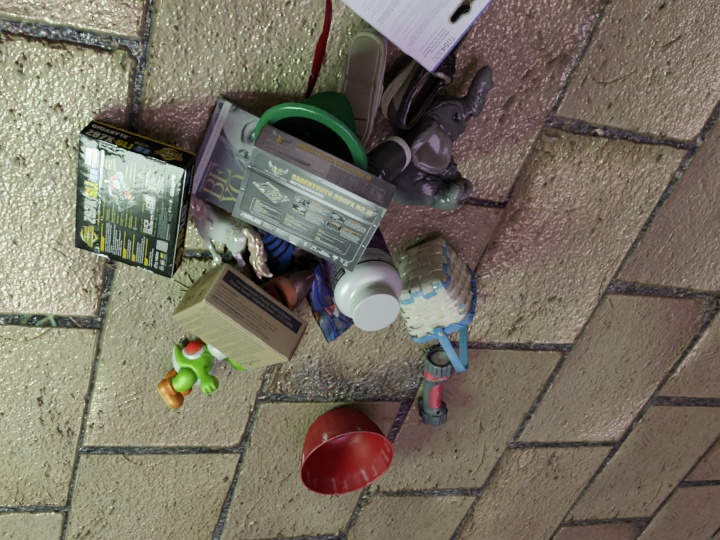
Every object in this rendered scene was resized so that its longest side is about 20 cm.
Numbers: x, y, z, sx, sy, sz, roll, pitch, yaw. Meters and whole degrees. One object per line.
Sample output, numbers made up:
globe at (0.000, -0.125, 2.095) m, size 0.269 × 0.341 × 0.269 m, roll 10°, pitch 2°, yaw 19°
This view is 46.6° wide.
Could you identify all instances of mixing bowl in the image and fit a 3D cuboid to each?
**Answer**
mixing bowl at (-0.040, 0.356, 1.719) m, size 0.197 × 0.109 × 0.202 m, roll -11°, pitch 133°, yaw -12°

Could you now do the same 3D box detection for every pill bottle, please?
pill bottle at (0.000, 0.000, 1.353) m, size 0.111 × 0.201 × 0.114 m, roll -10°, pitch 133°, yaw -11°

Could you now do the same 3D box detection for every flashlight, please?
flashlight at (0.160, 0.243, 1.722) m, size 0.067 × 0.068 × 0.202 m, roll -13°, pitch 132°, yaw -12°

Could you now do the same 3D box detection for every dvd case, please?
dvd case at (-0.143, -0.141, 1.226) m, size 0.198 × 0.016 × 0.150 m, roll 26°, pitch 110°, yaw -4°

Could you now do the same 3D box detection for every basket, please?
basket at (0.144, 0.056, 1.484) m, size 0.138 × 0.178 × 0.201 m, roll -24°, pitch 122°, yaw 23°

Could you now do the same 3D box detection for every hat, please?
hat at (-0.041, -0.228, 1.177) m, size 0.164 × 0.178 × 0.200 m, roll 27°, pitch 144°, yaw -9°

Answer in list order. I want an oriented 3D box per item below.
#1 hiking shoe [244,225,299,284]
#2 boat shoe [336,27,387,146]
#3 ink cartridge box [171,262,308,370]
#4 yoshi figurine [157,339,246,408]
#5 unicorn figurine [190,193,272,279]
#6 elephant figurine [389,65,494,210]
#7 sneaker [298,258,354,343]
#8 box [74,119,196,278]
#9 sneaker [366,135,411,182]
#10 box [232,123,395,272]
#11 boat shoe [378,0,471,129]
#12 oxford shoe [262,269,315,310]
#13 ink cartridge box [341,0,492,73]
hiking shoe at (-0.143, -0.065, 1.342) m, size 0.085 × 0.075 × 0.201 m, roll -16°, pitch 144°, yaw -16°
boat shoe at (-0.002, -0.247, 1.205) m, size 0.074 × 0.068 × 0.202 m, roll 24°, pitch 117°, yaw 6°
ink cartridge box at (-0.196, 0.079, 1.334) m, size 0.164 × 0.076 × 0.199 m, roll 37°, pitch 156°, yaw -17°
yoshi figurine at (-0.255, 0.169, 1.484) m, size 0.199 × 0.113 × 0.112 m, roll -39°, pitch 148°, yaw 13°
unicorn figurine at (-0.223, -0.058, 1.289) m, size 0.197 × 0.074 × 0.139 m, roll 8°, pitch 136°, yaw 21°
elephant figurine at (0.109, -0.205, 1.279) m, size 0.155 × 0.140 × 0.203 m, roll -41°, pitch 140°, yaw -42°
sneaker at (-0.056, 0.043, 1.471) m, size 0.078 × 0.076 × 0.201 m, roll -27°, pitch 142°, yaw -7°
box at (-0.328, -0.098, 1.209) m, size 0.157 × 0.050 × 0.202 m, roll 18°, pitch 127°, yaw 2°
sneaker at (-0.008, -0.117, 1.255) m, size 0.099 × 0.071 × 0.200 m, roll -38°, pitch 174°, yaw -41°
box at (-0.069, -0.096, 1.163) m, size 0.198 × 0.049 × 0.159 m, roll 24°, pitch 142°, yaw -4°
boat shoe at (0.108, -0.291, 1.207) m, size 0.201 × 0.065 × 0.073 m, roll -54°, pitch 150°, yaw 15°
oxford shoe at (-0.127, 0.046, 1.401) m, size 0.072 × 0.072 × 0.200 m, roll -31°, pitch 180°, yaw -26°
ink cartridge box at (0.082, -0.401, 1.111) m, size 0.199 × 0.044 × 0.197 m, roll 33°, pitch 113°, yaw -24°
